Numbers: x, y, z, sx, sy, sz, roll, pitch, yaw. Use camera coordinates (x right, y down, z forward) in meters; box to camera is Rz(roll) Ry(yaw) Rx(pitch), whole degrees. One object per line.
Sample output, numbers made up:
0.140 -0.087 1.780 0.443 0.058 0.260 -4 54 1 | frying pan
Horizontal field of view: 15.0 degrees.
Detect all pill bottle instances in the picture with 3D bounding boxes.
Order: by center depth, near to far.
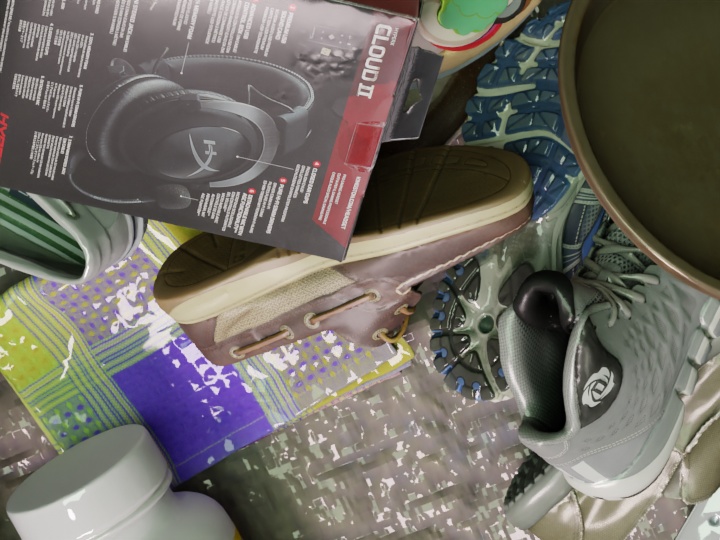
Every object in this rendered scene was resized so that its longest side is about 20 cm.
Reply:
-0.096 0.183 1.388 0.111 0.111 0.201 -25 104 15 | pill bottle

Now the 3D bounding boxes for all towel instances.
-0.088 0.034 1.389 0.199 0.023 0.144 -27 110 18 | towel

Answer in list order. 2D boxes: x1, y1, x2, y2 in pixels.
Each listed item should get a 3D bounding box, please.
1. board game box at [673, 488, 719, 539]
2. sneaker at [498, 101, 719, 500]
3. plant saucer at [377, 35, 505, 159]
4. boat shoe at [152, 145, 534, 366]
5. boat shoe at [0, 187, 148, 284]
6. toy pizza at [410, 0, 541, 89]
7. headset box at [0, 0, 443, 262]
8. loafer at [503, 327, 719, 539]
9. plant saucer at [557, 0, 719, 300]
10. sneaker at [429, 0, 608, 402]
0.286 0.107 1.357 0.199 0.026 0.201 29 106 3 | board game box
0.123 0.001 1.265 0.075 0.115 0.201 12 80 38 | sneaker
-0.023 -0.136 1.353 0.199 0.034 0.202 2 103 10 | plant saucer
0.000 0.000 1.314 0.199 0.072 0.072 -20 120 20 | boat shoe
-0.197 -0.052 1.280 0.199 0.067 0.074 19 117 11 | boat shoe
0.012 -0.159 1.254 0.199 0.032 0.201 -10 129 -12 | toy pizza
-0.065 -0.095 1.222 0.199 0.077 0.149 11 133 -6 | headset box
0.159 0.073 1.354 0.070 0.075 0.200 43 114 -9 | loafer
0.177 -0.069 1.274 0.200 0.200 0.029 43 146 -2 | plant saucer
0.093 -0.034 1.337 0.077 0.085 0.201 21 96 33 | sneaker
